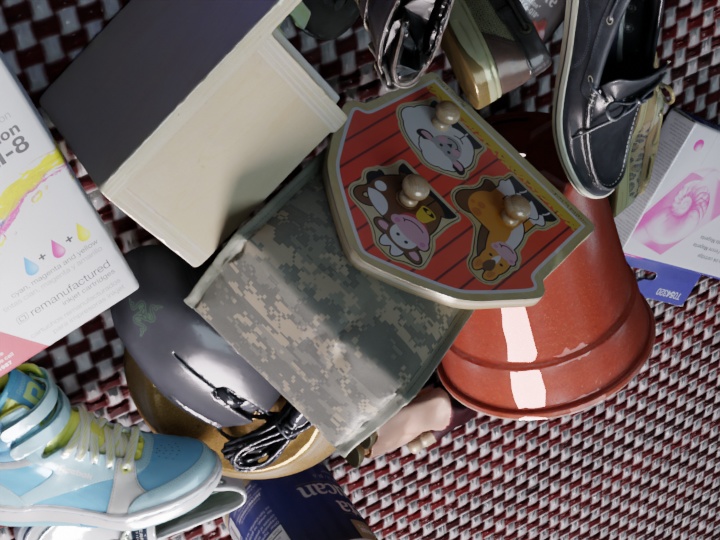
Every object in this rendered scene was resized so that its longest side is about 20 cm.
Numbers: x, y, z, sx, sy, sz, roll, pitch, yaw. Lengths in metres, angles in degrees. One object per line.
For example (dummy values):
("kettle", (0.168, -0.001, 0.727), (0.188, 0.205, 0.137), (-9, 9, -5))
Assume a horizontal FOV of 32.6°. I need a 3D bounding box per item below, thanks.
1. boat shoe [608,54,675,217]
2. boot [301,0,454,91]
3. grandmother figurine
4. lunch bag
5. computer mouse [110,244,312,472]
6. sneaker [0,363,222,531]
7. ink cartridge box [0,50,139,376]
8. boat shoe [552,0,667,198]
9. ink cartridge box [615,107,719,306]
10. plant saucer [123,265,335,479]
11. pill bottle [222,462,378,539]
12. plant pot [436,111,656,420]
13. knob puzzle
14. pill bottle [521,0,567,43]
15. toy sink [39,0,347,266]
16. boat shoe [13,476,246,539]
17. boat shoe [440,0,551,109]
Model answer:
("boat shoe", (0.237, -0.135, 1.103), (0.062, 0.073, 0.201), (-28, 145, -23))
("boot", (0.005, -0.182, 0.799), (0.068, 0.175, 0.201), (-1, 143, -18))
("grandmother figurine", (0.077, 0.132, 1.199), (0.198, 0.061, 0.121), (-13, 156, -31))
("lunch bag", (0.000, 0.000, 0.889), (0.200, 0.164, 0.118), (-47, -179, -42))
("computer mouse", (-0.109, 0.066, 0.915), (0.138, 0.053, 0.200), (-38, 106, 23))
("sneaker", (-0.210, 0.128, 0.933), (0.198, 0.080, 0.132), (-5, 126, 2))
("ink cartridge box", (-0.257, -0.055, 0.753), (0.145, 0.145, 0.201), (-32, 134, -10))
("boat shoe", (0.184, -0.138, 0.890), (0.074, 0.062, 0.202), (-26, 130, -34))
("ink cartridge box", (0.335, -0.049, 1.252), (0.195, 0.043, 0.201), (10, 114, -40))
("plant saucer", (-0.096, 0.092, 0.976), (0.198, 0.036, 0.202), (3, 117, 6))
("pill bottle", (-0.037, 0.261, 1.107), (0.110, 0.200, 0.112), (-19, 132, -23))
("plant pot", (0.139, -0.014, 1.045), (0.200, 0.201, 0.197), (-28, 126, -14))
("knob puzzle", (0.059, -0.054, 0.862), (0.218, 0.221, 0.031), (-5, 148, -33))
("pill bottle", (0.129, -0.247, 0.907), (0.110, 0.111, 0.201), (29, 103, -44))
("toy sink", (-0.094, -0.127, 0.826), (0.200, 0.130, 0.112), (-46, 136, 2))
("boat shoe", (-0.192, 0.202, 1.048), (0.198, 0.067, 0.074), (-21, 132, -21))
("boat shoe", (0.074, -0.196, 0.829), (0.064, 0.202, 0.073), (-16, 152, 0))
